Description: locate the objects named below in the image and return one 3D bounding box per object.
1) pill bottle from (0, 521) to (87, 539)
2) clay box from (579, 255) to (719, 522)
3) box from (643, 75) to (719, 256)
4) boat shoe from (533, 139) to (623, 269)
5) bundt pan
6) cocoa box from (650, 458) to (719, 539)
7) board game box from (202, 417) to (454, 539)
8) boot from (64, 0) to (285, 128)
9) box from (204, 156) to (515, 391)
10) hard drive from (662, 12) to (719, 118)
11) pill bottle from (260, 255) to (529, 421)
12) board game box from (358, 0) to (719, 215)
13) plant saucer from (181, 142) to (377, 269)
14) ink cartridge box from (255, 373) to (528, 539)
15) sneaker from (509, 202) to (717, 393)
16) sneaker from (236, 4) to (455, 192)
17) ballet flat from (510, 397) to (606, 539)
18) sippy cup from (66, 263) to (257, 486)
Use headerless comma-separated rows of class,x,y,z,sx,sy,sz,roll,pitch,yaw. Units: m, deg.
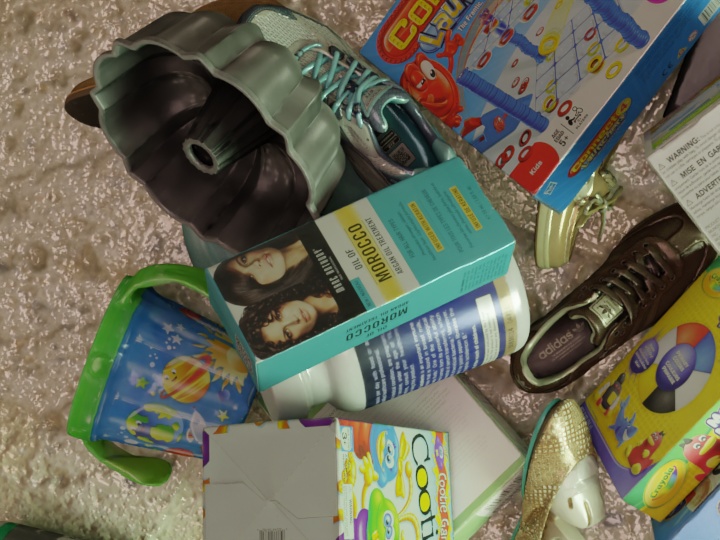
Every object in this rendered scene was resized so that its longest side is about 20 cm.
pill bottle,-0.221,0.282,1.076,0.199,0.113,0.114,12,98,8
clay box,0.253,0.073,0.959,0.048,0.115,0.200,30,109,-24
box,0.264,-0.078,0.877,0.112,0.200,0.101,-38,91,16
boat shoe,0.179,-0.093,0.987,0.062,0.073,0.201,17,98,10
bundt pan,-0.095,-0.106,0.950,0.202,0.202,0.076,35,58,4
cocoa box,0.329,0.208,0.964,0.200,0.133,0.131,41,101,3
board game box,-0.017,0.163,0.930,0.105,0.200,0.103,-7,78,24
boot,-0.143,-0.164,1.048,0.199,0.074,0.076,-12,68,12
box,0.000,0.000,0.902,0.200,0.049,0.082,-25,66,-14
hard drive,0.344,-0.147,0.973,0.199,0.033,0.140,20,99,7
pill bottle,0.015,0.038,0.976,0.199,0.116,0.116,-20,93,-12
board game box,0.129,-0.180,0.954,0.196,0.056,0.200,43,102,30
plant saucer,-0.054,-0.046,1.045,0.199,0.036,0.201,1,94,11
ink cartridge box,0.028,0.130,1.053,0.146,0.048,0.200,-46,64,11
sneaker,0.197,0.028,0.996,0.200,0.076,0.070,-44,88,12
sneaker,-0.004,-0.131,0.966,0.200,0.086,0.078,39,77,-13
ballet flat,0.155,0.187,0.996,0.065,0.070,0.201,33,134,33
sippy cup,-0.148,0.088,1.040,0.130,0.178,0.140,19,64,-4
